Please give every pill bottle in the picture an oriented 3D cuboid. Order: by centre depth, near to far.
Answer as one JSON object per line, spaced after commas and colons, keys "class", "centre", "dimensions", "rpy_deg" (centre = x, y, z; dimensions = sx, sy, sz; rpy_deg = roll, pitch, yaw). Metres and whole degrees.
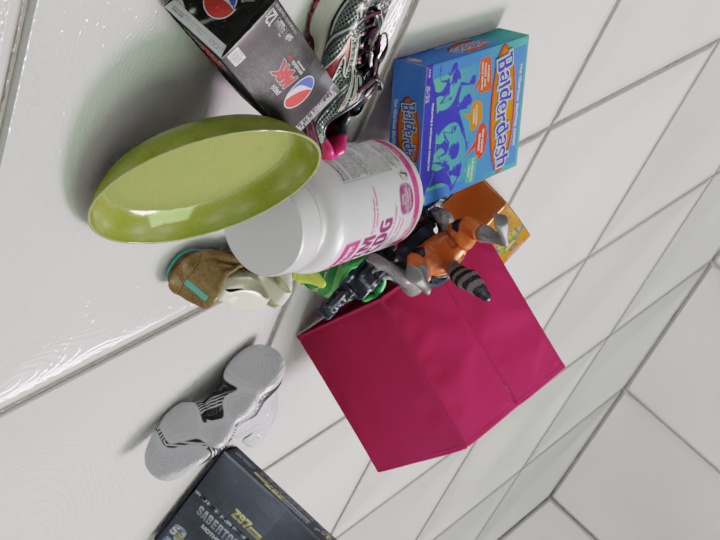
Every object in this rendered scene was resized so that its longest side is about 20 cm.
{"class": "pill bottle", "centre": [-0.035, -0.060, 1.407], "dimensions": [0.200, 0.113, 0.114], "rpy_deg": [-20, 147, -53]}

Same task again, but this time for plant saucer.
{"class": "plant saucer", "centre": [-0.131, -0.079, 1.193], "dimensions": [0.199, 0.031, 0.200], "rpy_deg": [-17, 163, -5]}

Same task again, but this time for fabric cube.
{"class": "fabric cube", "centre": [0.085, 0.098, 1.747], "dimensions": [0.200, 0.200, 0.196], "rpy_deg": [-33, -177, -35]}

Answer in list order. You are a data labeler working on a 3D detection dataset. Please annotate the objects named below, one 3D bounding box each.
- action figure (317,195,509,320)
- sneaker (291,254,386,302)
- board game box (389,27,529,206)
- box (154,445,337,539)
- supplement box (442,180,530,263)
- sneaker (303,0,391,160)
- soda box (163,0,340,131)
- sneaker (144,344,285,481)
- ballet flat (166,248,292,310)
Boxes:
{"class": "action figure", "centre": [0.059, 0.005, 1.518], "dimensions": [0.200, 0.105, 0.193], "rpy_deg": [-44, -171, -10]}
{"class": "sneaker", "centre": [0.000, 0.000, 1.646], "dimensions": [0.200, 0.084, 0.074], "rpy_deg": [-20, 146, -55]}
{"class": "board game box", "centre": [0.104, -0.164, 1.528], "dimensions": [0.200, 0.045, 0.153], "rpy_deg": [-26, 126, -49]}
{"class": "box", "centre": [-0.142, 0.347, 1.834], "dimensions": [0.158, 0.200, 0.051], "rpy_deg": [-51, 167, 11]}
{"class": "supplement box", "centre": [0.170, -0.065, 1.914], "dimensions": [0.067, 0.069, 0.200], "rpy_deg": [-47, 163, 4]}
{"class": "sneaker", "centre": [-0.007, -0.191, 1.276], "dimensions": [0.081, 0.075, 0.200], "rpy_deg": [-23, 148, -51]}
{"class": "soda box", "centre": [-0.082, -0.174, 1.148], "dimensions": [0.063, 0.071, 0.200], "rpy_deg": [-47, 162, -2]}
{"class": "sneaker", "centre": [-0.161, 0.181, 1.659], "dimensions": [0.200, 0.075, 0.115], "rpy_deg": [-44, 158, -22]}
{"class": "ballet flat", "centre": [-0.111, 0.008, 1.438], "dimensions": [0.068, 0.072, 0.200], "rpy_deg": [-55, 160, 21]}
